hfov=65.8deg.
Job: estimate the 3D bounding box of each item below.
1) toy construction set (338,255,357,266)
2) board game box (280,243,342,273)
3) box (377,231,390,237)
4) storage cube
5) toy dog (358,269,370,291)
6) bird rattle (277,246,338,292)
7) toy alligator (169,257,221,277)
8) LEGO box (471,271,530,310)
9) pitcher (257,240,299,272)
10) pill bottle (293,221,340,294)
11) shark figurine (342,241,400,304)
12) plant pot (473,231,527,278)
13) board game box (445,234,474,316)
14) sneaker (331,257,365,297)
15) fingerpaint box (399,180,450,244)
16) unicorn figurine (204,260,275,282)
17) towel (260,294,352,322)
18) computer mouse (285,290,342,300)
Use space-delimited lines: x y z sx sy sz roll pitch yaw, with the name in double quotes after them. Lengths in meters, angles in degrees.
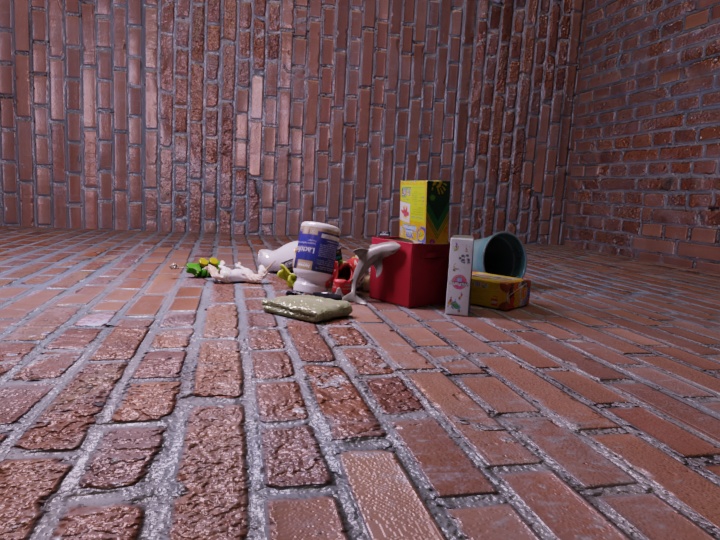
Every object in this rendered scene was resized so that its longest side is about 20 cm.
-0.047 -0.017 1.952 0.199 0.092 0.131 -6 34 -11 "toy construction set"
-0.158 -0.031 1.825 0.200 0.028 0.135 -21 -13 -4 "board game box"
0.085 -0.060 2.071 0.043 0.161 0.200 2 7 4 "box"
0.145 -0.001 1.608 0.171 0.180 0.200 -4 10 -40 "storage cube"
0.000 0.000 1.789 0.131 0.097 0.200 0 14 -7 "toy dog"
-0.145 -0.013 1.704 0.200 0.163 0.113 -13 34 -33 "bird rattle"
-0.525 -0.001 1.818 0.200 0.059 0.054 -6 53 -50 "toy alligator"
0.377 0.056 1.650 0.200 0.077 0.149 10 10 41 "LEGO box"
-0.240 -0.037 1.995 0.199 0.122 0.171 -6 -10 23 "pitcher"
-0.129 -0.033 1.596 0.115 0.201 0.116 9 -3 0 "pill bottle"
0.003 -0.014 1.533 0.089 0.215 0.128 33 4 -40 "shark figurine"
0.445 -0.034 1.967 0.200 0.201 0.196 -1 2 -28 "plant pot"
0.270 0.009 1.505 0.064 0.201 0.148 5 9 13 "board game box"
-0.031 0.008 1.620 0.077 0.085 0.200 7 31 10 "sneaker"
0.175 -0.165 1.538 0.073 0.167 0.200 -2 8 -16 "fingerpaint box"
-0.384 0.007 1.777 0.200 0.074 0.137 -17 26 -27 "unicorn figurine"
-0.135 0.088 1.376 0.200 0.037 0.148 9 11 38 "towel"
-0.129 0.077 1.503 0.200 0.034 0.059 1 -11 42 "computer mouse"
